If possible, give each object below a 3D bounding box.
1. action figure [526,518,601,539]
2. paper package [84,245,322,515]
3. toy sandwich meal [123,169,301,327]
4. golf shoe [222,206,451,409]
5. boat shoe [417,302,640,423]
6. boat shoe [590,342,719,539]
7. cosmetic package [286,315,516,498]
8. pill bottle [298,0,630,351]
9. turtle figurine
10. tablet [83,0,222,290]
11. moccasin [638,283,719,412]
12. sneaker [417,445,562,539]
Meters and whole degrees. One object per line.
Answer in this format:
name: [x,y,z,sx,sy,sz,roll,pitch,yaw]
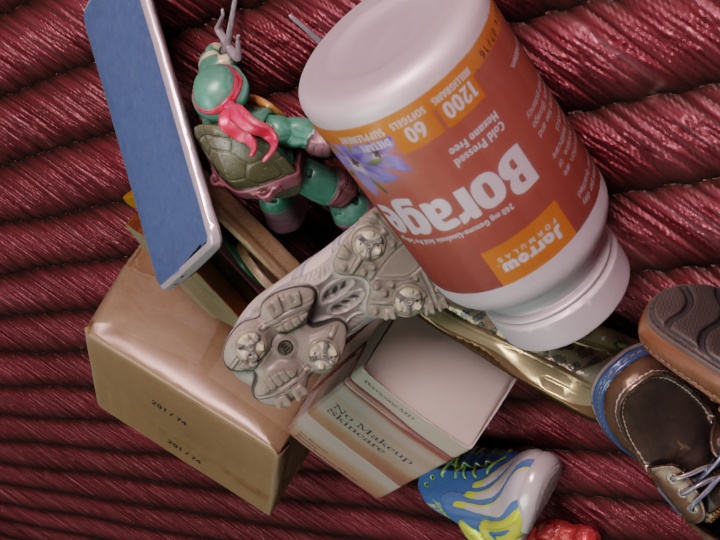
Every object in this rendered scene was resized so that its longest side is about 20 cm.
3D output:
action figure: [0.158,0.249,1.226,0.065,0.052,0.200,16,153,-8]
paper package: [-0.131,0.099,1.255,0.199,0.104,0.191,30,155,8]
toy sandwich meal: [-0.095,-0.002,1.022,0.205,0.070,0.205,45,175,5]
golf shoe: [0.000,0.000,0.892,0.079,0.199,0.097,59,180,-15]
boat shoe: [0.088,0.025,0.941,0.199,0.063,0.073,32,180,11]
boat shoe: [0.217,0.119,0.902,0.200,0.072,0.072,44,-171,-37]
cosmetic package: [0.029,0.096,1.081,0.103,0.087,0.200,37,154,-2]
pill bottle: [0.064,-0.052,0.768,0.112,0.112,0.200,1,139,48]
turtle figurine: [-0.053,-0.087,0.867,0.149,0.101,0.200,29,164,32]
tablet: [-0.133,-0.096,0.902,0.130,0.014,0.201,-32,73,64]
moccasin: [0.250,0.073,0.815,0.200,0.074,0.078,23,143,2]
sneaker: [0.094,0.175,1.153,0.105,0.076,0.200,31,154,8]
